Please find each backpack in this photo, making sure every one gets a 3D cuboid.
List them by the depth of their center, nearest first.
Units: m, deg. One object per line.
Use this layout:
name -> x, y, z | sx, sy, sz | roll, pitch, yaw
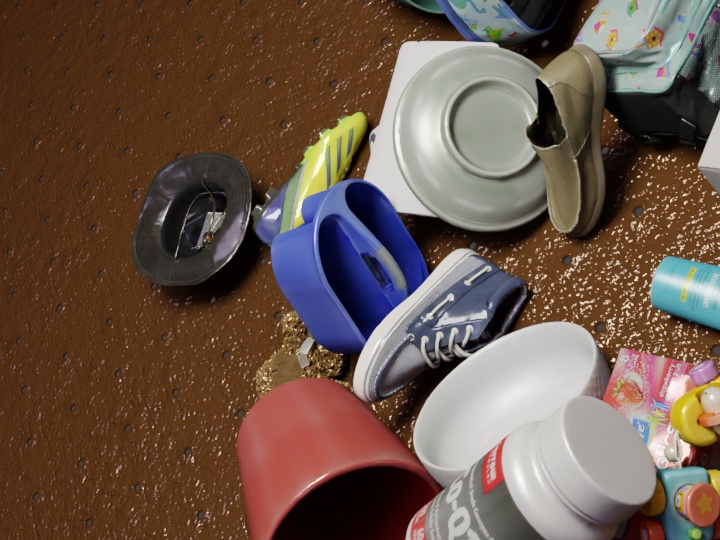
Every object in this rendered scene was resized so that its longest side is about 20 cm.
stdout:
backpack -> 0.315, -0.240, 1.164 | 0.201, 0.153, 0.176 | -52, 17, -6
backpack -> 0.151, -0.350, 1.336 | 0.146, 0.183, 0.202 | -10, 48, 47

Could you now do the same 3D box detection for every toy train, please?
toy train -> 0.307, 0.157, 0.957 | 0.201, 0.149, 0.056 | -56, 7, -13

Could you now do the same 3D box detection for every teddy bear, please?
teddy bear -> -0.063, 0.125, 1.364 | 0.143, 0.067, 0.202 | -12, 54, 24

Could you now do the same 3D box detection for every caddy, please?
caddy -> 0.000, 0.000, 1.279 | 0.104, 0.201, 0.142 | -6, 38, 43

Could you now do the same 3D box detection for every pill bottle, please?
pill bottle -> 0.134, 0.194, 0.972 | 0.200, 0.113, 0.115 | -48, 42, 36

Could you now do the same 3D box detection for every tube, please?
tube -> 0.356, 0.035, 1.071 | 0.198, 0.050, 0.078 | 17, 86, 38

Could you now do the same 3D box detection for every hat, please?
hat -> -0.197, -0.056, 1.554 | 0.198, 0.081, 0.204 | -14, 64, 30

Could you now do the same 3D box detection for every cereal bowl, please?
cereal bowl -> 0.151, 0.143, 1.128 | 0.199, 0.084, 0.201 | -31, 21, 13

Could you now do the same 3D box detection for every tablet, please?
tablet -> 0.073, -0.157, 1.318 | 0.129, 0.014, 0.203 | 8, 75, 34

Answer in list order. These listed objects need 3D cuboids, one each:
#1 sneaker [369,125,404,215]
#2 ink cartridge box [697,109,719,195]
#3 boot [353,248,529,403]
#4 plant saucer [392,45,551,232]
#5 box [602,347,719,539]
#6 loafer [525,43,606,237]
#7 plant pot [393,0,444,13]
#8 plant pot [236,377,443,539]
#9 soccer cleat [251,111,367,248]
sneaker -> 0.103, -0.128, 1.345 | 0.197, 0.079, 0.131 | -21, 62, 22
ink cartridge box -> 0.396, -0.119, 1.057 | 0.124, 0.128, 0.202 | 16, 79, 43
boot -> 0.082, 0.066, 1.238 | 0.090, 0.073, 0.201 | 28, 72, 41
plant saucer -> 0.133, -0.143, 1.256 | 0.050, 0.198, 0.203 | 123, 168, -77
box -> 0.252, 0.181, 1.038 | 0.099, 0.095, 0.202 | 12, 76, 41
loafer -> 0.198, -0.123, 1.195 | 0.067, 0.203, 0.076 | -15, 30, -17
plant pot -> 0.059, -0.419, 1.462 | 0.160, 0.200, 0.202 | 25, 84, 55
plant pot -> -0.035, 0.215, 1.207 | 0.201, 0.200, 0.178 | -47, 38, 9
soccer cleat -> -0.049, -0.105, 1.480 | 0.083, 0.065, 0.201 | 40, 83, 3
